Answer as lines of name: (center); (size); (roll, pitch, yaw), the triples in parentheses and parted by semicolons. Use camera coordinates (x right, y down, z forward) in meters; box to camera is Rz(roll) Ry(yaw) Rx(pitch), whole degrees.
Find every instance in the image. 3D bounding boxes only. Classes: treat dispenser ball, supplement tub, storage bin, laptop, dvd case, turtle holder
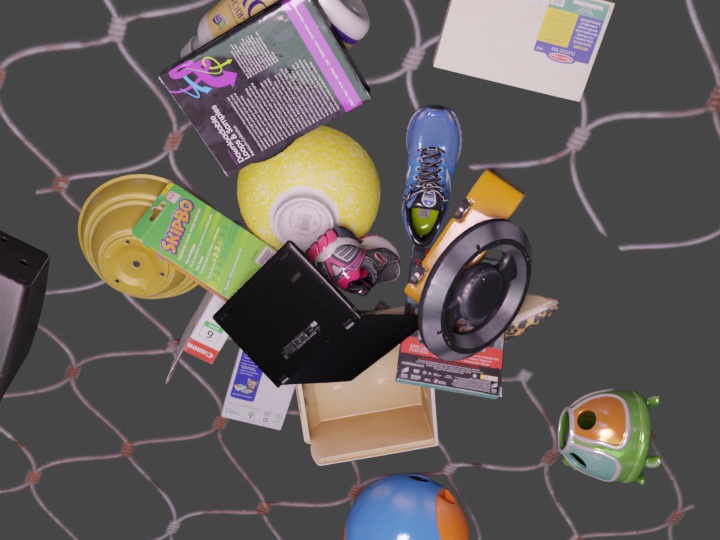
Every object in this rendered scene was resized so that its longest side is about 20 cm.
treat dispenser ball: (0.072, 0.422, 1.567); (0.200, 0.201, 0.202); (1, 120, 1)
supplement tub: (-0.104, -0.285, 1.198); (0.200, 0.146, 0.145); (-37, 112, 20)
storage bin: (0.004, 0.170, 1.463); (0.197, 0.094, 0.201); (-9, 124, -5)
laptop: (-0.050, 0.060, 1.288); (0.200, 0.116, 0.187); (46, 127, -3)
dvd case: (0.131, 0.069, 1.381); (0.145, 0.201, 0.022); (9, 159, -4)
turtle holder: (0.367, 0.246, 1.508); (0.131, 0.186, 0.142); (5, 88, -2)

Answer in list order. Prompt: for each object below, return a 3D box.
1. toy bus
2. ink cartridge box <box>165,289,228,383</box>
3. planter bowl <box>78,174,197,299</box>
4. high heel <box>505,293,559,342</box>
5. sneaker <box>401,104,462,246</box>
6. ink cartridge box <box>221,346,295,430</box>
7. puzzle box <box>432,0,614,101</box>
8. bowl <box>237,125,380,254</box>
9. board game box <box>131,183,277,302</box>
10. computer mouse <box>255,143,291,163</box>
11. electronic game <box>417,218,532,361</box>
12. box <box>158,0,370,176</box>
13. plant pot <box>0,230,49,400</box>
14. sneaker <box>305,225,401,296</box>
toy bus: (0.141, -0.038, 1.343); (0.065, 0.078, 0.200); (35, 104, 7)
ink cartridge box: (-0.210, 0.071, 1.426); (0.050, 0.109, 0.200); (26, 118, -12)
planter bowl: (-0.305, -0.026, 1.389); (0.199, 0.084, 0.201); (1, 119, 1)
high heel: (0.202, 0.106, 1.468); (0.199, 0.072, 0.143); (-14, 129, 8)
sneaker: (0.095, -0.121, 1.319); (0.078, 0.089, 0.201); (2, 120, -1)
ink cartridge box: (-0.142, 0.148, 1.510); (0.099, 0.039, 0.201); (16, 120, -8)
puzzle box: (0.203, -0.298, 1.251); (0.199, 0.025, 0.134); (13, 119, -6)
bowl: (-0.073, -0.084, 1.335); (0.199, 0.108, 0.201); (1, 120, 2)
board game box: (-0.199, -0.028, 1.330); (0.200, 0.096, 0.030); (34, 157, 0)
computer mouse: (-0.091, -0.177, 1.240); (0.199, 0.140, 0.046); (-25, 94, -1)
electronic game: (0.152, 0.027, 1.296); (0.199, 0.042, 0.201); (-22, 127, -32)
box: (-0.108, -0.214, 1.136); (0.199, 0.036, 0.143); (-26, 116, 14)
plant pot: (-0.542, 0.042, 1.382); (0.199, 0.200, 0.178); (27, 107, -13)
sneaker: (0.000, 0.000, 1.337); (0.081, 0.200, 0.075); (-44, 68, 19)
